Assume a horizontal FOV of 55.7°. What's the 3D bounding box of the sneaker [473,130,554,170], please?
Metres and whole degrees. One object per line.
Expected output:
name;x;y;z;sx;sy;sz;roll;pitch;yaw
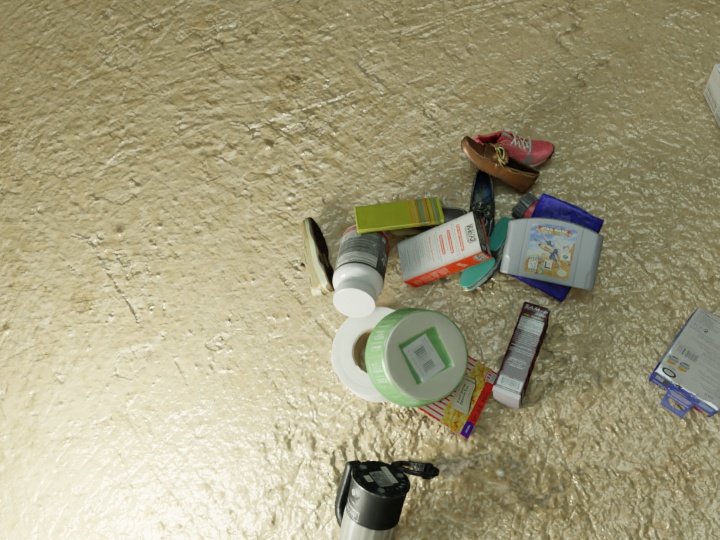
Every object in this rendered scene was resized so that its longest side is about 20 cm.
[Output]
sneaker;0.356;-0.289;1.606;0.198;0.087;0.074;-2;53;12

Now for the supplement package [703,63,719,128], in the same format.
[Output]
supplement package;0.889;-0.369;1.512;0.154;0.111;0.202;-15;67;7

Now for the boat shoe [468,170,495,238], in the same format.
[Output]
boat shoe;0.284;-0.147;1.584;0.069;0.066;0.202;4;70;15

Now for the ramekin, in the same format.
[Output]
ramekin;0.116;0.170;1.346;0.198;0.098;0.202;2;81;-12

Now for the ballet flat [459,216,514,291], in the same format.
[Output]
ballet flat;0.298;-0.025;1.531;0.074;0.074;0.201;34;83;22

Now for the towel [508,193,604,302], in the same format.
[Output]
towel;0.417;-0.050;1.478;0.147;0.049;0.201;29;105;26

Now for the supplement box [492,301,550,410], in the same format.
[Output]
supplement box;0.336;0.178;1.420;0.060;0.109;0.201;19;73;19

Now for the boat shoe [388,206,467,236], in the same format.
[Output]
boat shoe;0.152;-0.121;1.591;0.198;0.065;0.074;-6;54;18

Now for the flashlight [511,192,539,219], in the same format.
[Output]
flashlight;0.433;-0.090;1.533;0.200;0.068;0.068;44;107;19

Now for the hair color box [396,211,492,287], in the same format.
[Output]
hair color box;0.186;-0.044;1.531;0.199;0.061;0.102;-22;64;29

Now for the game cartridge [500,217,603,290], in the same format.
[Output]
game cartridge;0.404;-0.043;1.444;0.198;0.041;0.134;12;104;22

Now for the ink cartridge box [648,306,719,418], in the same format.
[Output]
ink cartridge box;0.674;0.194;1.354;0.136;0.076;0.200;34;78;23

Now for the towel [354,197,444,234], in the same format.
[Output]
towel;0.088;-0.125;1.548;0.198;0.018;0.087;-7;46;0

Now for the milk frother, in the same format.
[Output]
milk frother;0.055;0.478;1.358;0.198;0.181;0.190;9;107;-13

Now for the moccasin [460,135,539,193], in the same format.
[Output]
moccasin;0.320;-0.253;1.563;0.200;0.078;0.074;31;39;-8

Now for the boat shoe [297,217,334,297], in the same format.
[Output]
boat shoe;-0.119;-0.031;1.633;0.076;0.072;0.201;-25;63;19

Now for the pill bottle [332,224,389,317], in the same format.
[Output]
pill bottle;0.000;0.000;1.530;0.115;0.116;0.201;-1;46;12

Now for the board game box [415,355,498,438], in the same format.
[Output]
board game box;0.170;0.234;1.424;0.199;0.046;0.152;31;76;-6

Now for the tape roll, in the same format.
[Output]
tape roll;0.038;0.186;1.505;0.200;0.071;0.204;-4;68;11
